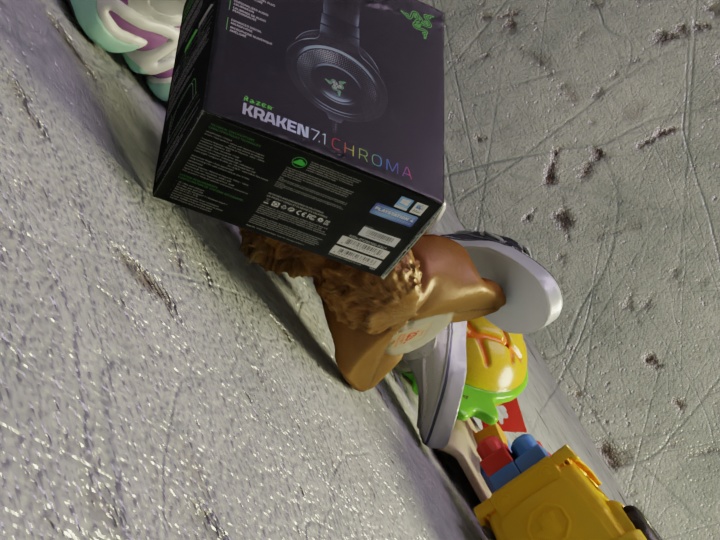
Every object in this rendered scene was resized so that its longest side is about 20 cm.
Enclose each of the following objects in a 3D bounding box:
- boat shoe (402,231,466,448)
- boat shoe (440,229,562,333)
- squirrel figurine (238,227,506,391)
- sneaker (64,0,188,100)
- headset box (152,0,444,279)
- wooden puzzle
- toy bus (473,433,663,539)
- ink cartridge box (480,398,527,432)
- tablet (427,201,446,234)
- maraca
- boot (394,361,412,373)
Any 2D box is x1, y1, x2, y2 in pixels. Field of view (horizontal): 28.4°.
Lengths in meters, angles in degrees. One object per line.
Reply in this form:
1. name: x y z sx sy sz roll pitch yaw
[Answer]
1. boat shoe: 0.058 0.059 1.284 0.071 0.069 0.201 125 -28 -72
2. boat shoe: 0.115 0.002 1.193 0.200 0.067 0.072 13 -61 60
3. squirrel figurine: -0.009 -0.030 1.094 0.187 0.141 0.200 60 11 22
4. sneaker: -0.123 -0.202 1.082 0.078 0.139 0.200 58 8 17
5. headset box: -0.036 -0.122 0.970 0.173 0.093 0.201 20 48 -19
6. wooden puzzle: 0.146 0.221 1.385 0.201 0.046 0.185 56 8 -3
7. toy bus: 0.178 0.229 1.242 0.192 0.135 0.200 57 7 31
8. ink cartridge box: 0.114 0.091 1.601 0.161 0.050 0.201 156 -81 -77
9. tablet: -0.023 -0.082 1.210 0.200 0.014 0.130 36 -30 7
10. maraca: 0.102 0.091 1.430 0.136 0.107 0.200 27 26 6
11. boot: 0.000 0.000 1.321 0.130 0.067 0.202 -1 80 -49
